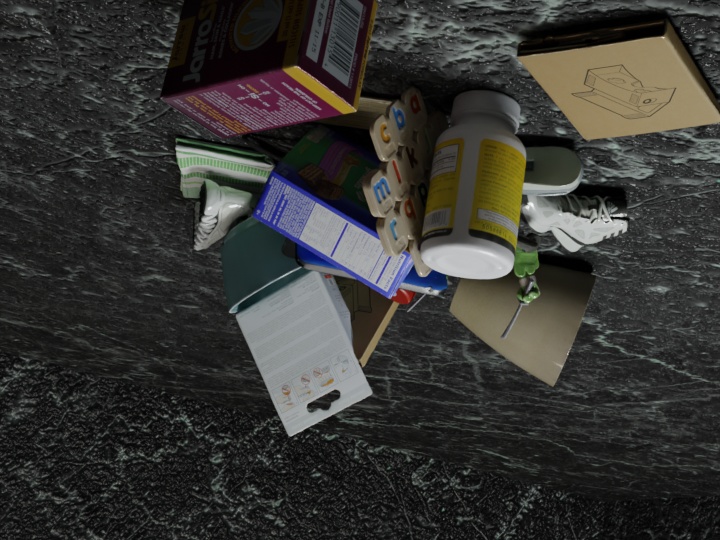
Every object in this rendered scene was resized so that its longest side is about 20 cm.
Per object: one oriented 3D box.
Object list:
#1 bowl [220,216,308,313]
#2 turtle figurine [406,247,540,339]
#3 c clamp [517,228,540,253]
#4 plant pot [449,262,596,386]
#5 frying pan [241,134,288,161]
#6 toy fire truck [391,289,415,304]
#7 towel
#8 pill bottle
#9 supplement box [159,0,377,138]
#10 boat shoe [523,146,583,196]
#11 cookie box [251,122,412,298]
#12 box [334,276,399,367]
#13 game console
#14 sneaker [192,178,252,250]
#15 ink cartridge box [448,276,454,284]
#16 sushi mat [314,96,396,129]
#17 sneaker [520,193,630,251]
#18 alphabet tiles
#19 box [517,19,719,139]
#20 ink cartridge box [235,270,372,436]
[{"bbox_3d":[-0.127,-0.029,1.817,0.199,0.106,0.201,-26,175,-2],"label":"bowl"},{"bbox_3d":[0.180,0.014,1.720,0.143,0.201,0.194,38,175,3],"label":"turtle figurine"},{"bbox_3d":[0.167,-0.080,1.600,0.170,0.027,0.200,24,-162,-48],"label":"c clamp"},{"bbox_3d":[0.249,0.059,1.960,0.198,0.189,0.188,22,164,7],"label":"plant pot"},{"bbox_3d":[-0.059,-0.143,1.654,0.114,0.190,0.031,-28,157,-38],"label":"frying pan"},{"bbox_3d":[0.018,-0.052,1.806,0.167,0.113,0.201,21,158,34],"label":"toy fire truck"},{"bbox_3d":[-0.194,-0.136,1.794,0.150,0.024,0.200,9,163,-1],"label":"towel"},{"bbox_3d":[0.135,-0.101,1.430,0.110,0.203,0.111,9,164,3],"label":"pill bottle"},{"bbox_3d":[-0.095,-0.228,1.273,0.198,0.133,0.103,-6,156,39],"label":"supplement box"},{"bbox_3d":[0.182,-0.124,1.553,0.198,0.071,0.072,7,166,13],"label":"boat shoe"},{"bbox_3d":[-0.008,-0.079,1.525,0.198,0.171,0.076,30,123,3],"label":"cookie box"},{"bbox_3d":[-0.020,0.055,1.881,0.162,0.201,0.021,7,141,33],"label":"box"},{"bbox_3d":[0.000,0.000,1.610,0.197,0.172,0.119,11,124,-10],"label":"game console"},{"bbox_3d":[-0.210,-0.077,1.852,0.080,0.076,0.200,2,166,-14],"label":"sneaker"},{"bbox_3d":[0.049,-0.026,1.967,0.108,0.051,0.199,-8,156,45],"label":"ink cartridge box"},{"bbox_3d":[-0.028,-0.199,1.525,0.197,0.012,0.096,8,162,4],"label":"sushi mat"},{"bbox_3d":[0.290,-0.090,1.636,0.114,0.077,0.200,-17,155,32],"label":"sneaker"},{"bbox_3d":[0.065,-0.104,1.439,0.014,0.200,0.198,-4,118,34],"label":"alphabet tiles"},{"bbox_3d":[0.281,-0.200,1.318,0.162,0.022,0.200,-3,158,32],"label":"box"},{"bbox_3d":[-0.076,0.118,1.814,0.161,0.202,0.050,-29,173,24],"label":"ink cartridge box"}]
